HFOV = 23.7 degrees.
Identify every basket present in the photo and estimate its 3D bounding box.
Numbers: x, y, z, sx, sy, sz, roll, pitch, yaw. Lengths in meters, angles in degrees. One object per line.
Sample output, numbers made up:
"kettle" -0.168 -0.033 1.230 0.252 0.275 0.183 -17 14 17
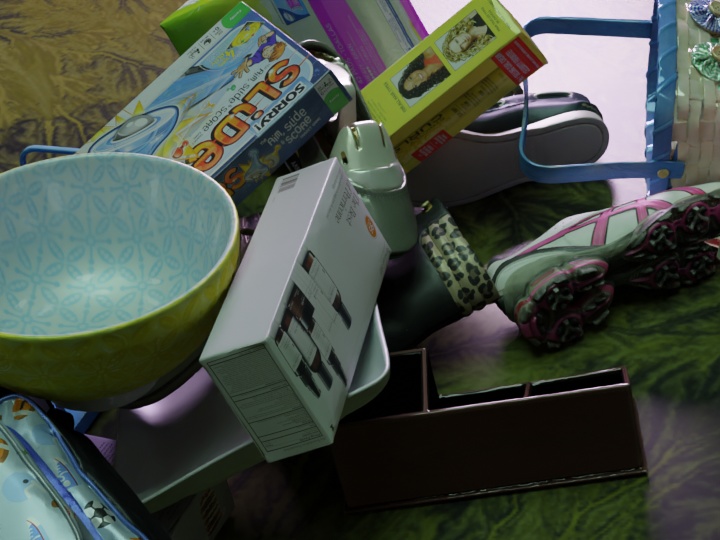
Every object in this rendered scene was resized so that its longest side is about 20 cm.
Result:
"basket" 0.218 -0.133 1.293 0.200 0.139 0.176 -3 48 7

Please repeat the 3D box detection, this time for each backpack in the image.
"backpack" -0.212 0.185 0.972 0.191 0.154 0.200 -45 54 -1

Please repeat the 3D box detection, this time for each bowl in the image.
"bowl" -0.169 0.023 1.068 0.200 0.108 0.200 -2 35 2

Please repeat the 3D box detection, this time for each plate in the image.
"plate" -0.069 0.072 1.127 0.200 0.032 0.200 -28 25 9

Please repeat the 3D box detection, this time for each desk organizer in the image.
"desk organizer" 0.079 0.095 1.119 0.200 0.077 0.072 -9 37 7

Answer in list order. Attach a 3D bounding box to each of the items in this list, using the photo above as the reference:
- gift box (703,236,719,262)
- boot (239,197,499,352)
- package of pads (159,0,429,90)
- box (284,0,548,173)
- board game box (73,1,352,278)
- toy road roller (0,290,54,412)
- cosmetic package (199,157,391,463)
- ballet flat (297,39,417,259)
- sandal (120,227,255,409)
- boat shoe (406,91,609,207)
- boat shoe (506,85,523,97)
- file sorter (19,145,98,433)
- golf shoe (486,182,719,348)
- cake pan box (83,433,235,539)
"gift box" 0.334 -0.032 1.103 0.200 0.187 0.185 -7 37 -16
"boot" 0.000 0.000 1.247 0.150 0.073 0.200 -32 42 -1
"package of pads" -0.044 -0.179 1.410 0.200 0.155 0.068 -16 24 35
"box" 0.041 -0.121 1.288 0.200 0.075 0.050 -38 66 10
"board game box" -0.118 -0.088 1.203 0.200 0.034 0.135 -44 43 -5
"toy road roller" -0.290 0.053 1.108 0.123 0.146 0.200 -21 71 17
"cosmetic package" -0.034 0.019 1.054 0.051 0.083 0.200 -17 29 23
"ballet flat" -0.011 -0.091 1.201 0.067 0.064 0.200 -4 42 -25
"sandal" -0.102 0.013 1.166 0.201 0.057 0.080 -43 28 -23
"boat shoe" 0.096 -0.104 1.372 0.200 0.075 0.062 -15 39 -3
"boat shoe" 0.046 -0.166 1.473 0.200 0.072 0.060 23 44 34
"file sorter" -0.239 0.011 1.296 0.139 0.123 0.200 7 42 25
"golf shoe" 0.185 -0.022 1.238 0.200 0.073 0.092 -23 38 -11
"cake pan box" -0.207 0.190 1.116 0.184 0.052 0.200 5 41 27
